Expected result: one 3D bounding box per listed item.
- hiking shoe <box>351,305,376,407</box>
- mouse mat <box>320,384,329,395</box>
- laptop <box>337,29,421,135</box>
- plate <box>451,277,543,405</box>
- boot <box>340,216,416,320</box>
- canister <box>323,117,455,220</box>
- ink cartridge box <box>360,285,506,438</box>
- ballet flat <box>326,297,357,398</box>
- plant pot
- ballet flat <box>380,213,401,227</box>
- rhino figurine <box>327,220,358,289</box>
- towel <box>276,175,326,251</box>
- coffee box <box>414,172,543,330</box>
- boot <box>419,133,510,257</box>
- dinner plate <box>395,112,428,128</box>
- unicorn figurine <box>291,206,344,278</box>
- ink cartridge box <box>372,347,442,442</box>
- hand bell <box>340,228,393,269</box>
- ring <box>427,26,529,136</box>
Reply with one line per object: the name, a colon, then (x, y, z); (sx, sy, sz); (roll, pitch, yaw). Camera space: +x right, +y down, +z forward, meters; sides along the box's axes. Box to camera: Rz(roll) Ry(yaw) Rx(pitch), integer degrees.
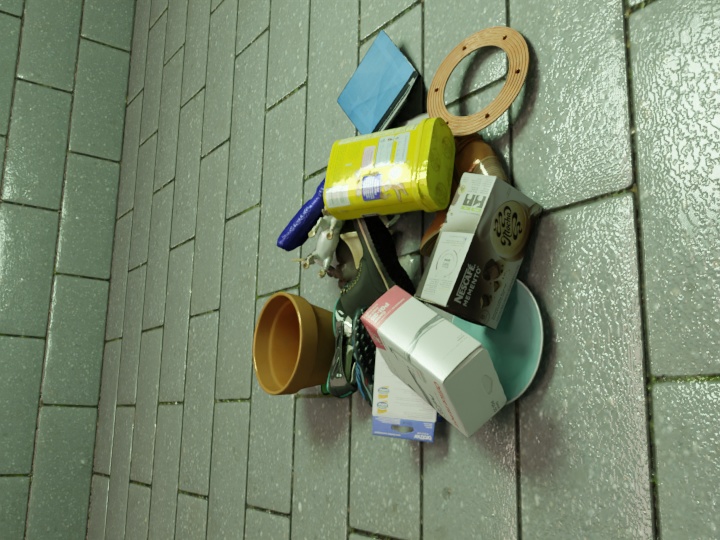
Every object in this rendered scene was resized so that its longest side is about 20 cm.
hiking shoe: (0.011, 0.160, 1.312); (0.086, 0.074, 0.203); (8, 110, 62)
mouse mat: (-0.030, 0.157, 1.473); (0.199, 0.007, 0.163); (-27, 61, 49)
laptop: (0.017, -0.329, 1.414); (0.188, 0.115, 0.201); (-51, 9, 37)
plate: (0.210, 0.106, 1.114); (0.199, 0.025, 0.203); (-20, 65, 53)
boot: (0.000, 0.000, 1.301); (0.137, 0.077, 0.202); (-18, 100, 31)
canister: (0.045, -0.161, 1.192); (0.198, 0.086, 0.150); (-5, 65, 33)
ink cartridge box: (0.107, 0.132, 1.083); (0.083, 0.147, 0.200); (-39, 41, -14)
ballet flat: (-0.017, 0.144, 1.394); (0.068, 0.068, 0.203); (-11, 66, 37)
plant pot: (-0.112, 0.151, 1.466); (0.199, 0.139, 0.203); (-17, 69, 52)
ballet flat: (0.028, -0.109, 1.341); (0.068, 0.075, 0.200); (-46, 14, -18)
rhino figurine: (-0.023, -0.066, 1.467); (0.087, 0.059, 0.203); (-8, 77, 61)
towel: (-0.087, -0.131, 1.433); (0.200, 0.049, 0.148); (-50, -2, 13)
coffee box: (0.176, -0.028, 1.082); (0.080, 0.112, 0.202); (17, 84, 56)
boot: (0.149, -0.134, 1.213); (0.201, 0.076, 0.156); (-53, 44, 32)
dinner plate: (0.053, -0.216, 1.333); (0.200, 0.024, 0.201); (-46, 17, 19)
unicorn figurine: (-0.074, -0.047, 1.406); (0.201, 0.073, 0.138); (-54, 4, 25)
ink cartridge box: (0.083, 0.181, 1.229); (0.118, 0.042, 0.203); (0, 80, 26)
hand bell: (0.021, 0.028, 1.378); (0.104, 0.103, 0.203); (-6, 89, 55)
ring: (0.193, -0.309, 1.201); (0.199, 0.019, 0.203); (-22, 56, 37)
